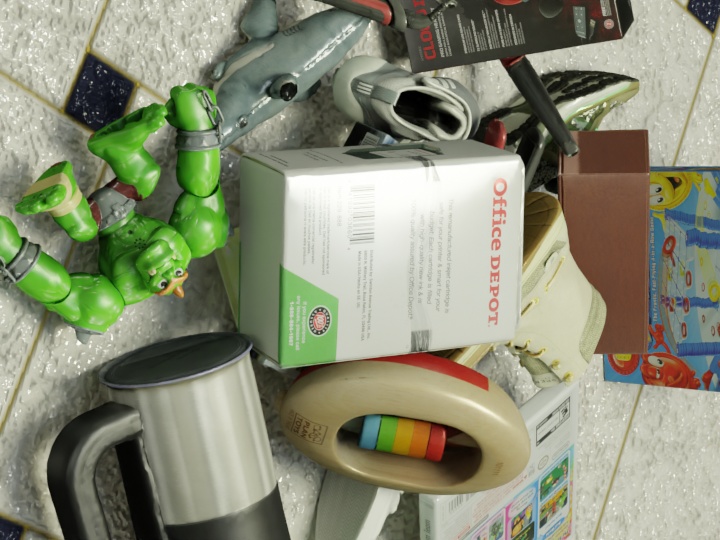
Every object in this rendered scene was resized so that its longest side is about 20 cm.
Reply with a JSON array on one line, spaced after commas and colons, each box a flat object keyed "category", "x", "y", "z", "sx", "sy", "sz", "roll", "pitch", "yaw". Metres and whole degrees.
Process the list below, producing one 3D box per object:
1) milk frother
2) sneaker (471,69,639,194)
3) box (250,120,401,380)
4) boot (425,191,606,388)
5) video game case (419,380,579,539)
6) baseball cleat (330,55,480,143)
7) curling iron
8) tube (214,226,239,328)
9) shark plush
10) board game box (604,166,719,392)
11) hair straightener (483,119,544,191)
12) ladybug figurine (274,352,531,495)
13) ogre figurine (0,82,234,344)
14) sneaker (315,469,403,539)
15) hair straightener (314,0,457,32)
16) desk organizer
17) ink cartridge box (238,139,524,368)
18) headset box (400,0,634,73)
[{"category": "milk frother", "x": -0.100, "y": 0.160, "z": 1.504, "sx": 0.180, "sy": 0.199, "sz": 0.189, "roll": -29, "pitch": 112, "yaw": -50}, {"category": "sneaker", "x": 0.171, "y": -0.114, "z": 1.861, "sx": 0.200, "sy": 0.077, "sz": 0.089, "roll": -31, "pitch": 123, "yaw": -31}, {"category": "box", "x": 0.000, "y": 0.000, "z": 1.664, "sx": 0.137, "sy": 0.040, "sz": 0.201, "roll": 31, "pitch": 87, "yaw": -48}, {"category": "boot", "x": 0.121, "y": 0.055, "z": 1.736, "sx": 0.200, "sy": 0.072, "sz": 0.155, "roll": -52, "pitch": 137, "yaw": -19}, {"category": "video game case", "x": 0.120, "y": 0.209, "z": 1.809, "sx": 0.200, "sy": 0.024, "sz": 0.183, "roll": -36, "pitch": 137, "yaw": -38}, {"category": "baseball cleat", "x": 0.058, "y": -0.118, "z": 1.688, "sx": 0.200, "sy": 0.106, "sz": 0.070, "roll": 7, "pitch": 107, "yaw": -55}, {"category": "curling iron", "x": 0.134, "y": -0.184, "z": 1.776, "sx": 0.025, "sy": 0.049, "sz": 0.201, "roll": -2, "pitch": 64, "yaw": -53}, {"category": "tube", "x": -0.035, "y": -0.033, "z": 1.672, "sx": 0.200, "sy": 0.052, "sz": 0.058, "roll": -33, "pitch": 78, "yaw": -34}, {"category": "shark plush", "x": -0.075, "y": -0.144, "z": 1.600, "sx": 0.200, "sy": 0.083, "sz": 0.091, "roll": -36, "pitch": 116, "yaw": -37}, {"category": "board game box", "x": 0.307, "y": 0.006, "z": 1.903, "sx": 0.056, "sy": 0.195, "sz": 0.201, "roll": -8, "pitch": 97, "yaw": -43}, {"category": "hair straightener", "x": 0.123, "y": -0.024, "z": 1.776, "sx": 0.077, "sy": 0.041, "sz": 0.201, "roll": 7, "pitch": 106, "yaw": -18}, {"category": "ladybug figurine", "x": 0.033, "y": 0.109, "z": 1.622, "sx": 0.199, "sy": 0.136, "sz": 0.072, "roll": 13, "pitch": 49, "yaw": -6}, {"category": "ogre figurine", "x": -0.168, "y": -0.036, "z": 1.507, "sx": 0.200, "sy": 0.098, "sz": 0.120, "roll": -46, "pitch": 119, "yaw": -34}, {"category": "sneaker", "x": 0.039, "y": 0.160, "z": 1.734, "sx": 0.115, "sy": 0.073, "sz": 0.201, "roll": 31, "pitch": 69, "yaw": -37}, {"category": "hair straightener", "x": -0.020, "y": -0.236, "z": 1.610, "sx": 0.199, "sy": 0.041, "sz": 0.077, "roll": 16, "pitch": 57, "yaw": -3}, {"category": "desk organizer", "x": 0.209, "y": -0.023, "z": 1.826, "sx": 0.072, "sy": 0.077, "sz": 0.201, "roll": -82, "pitch": 170, "yaw": -52}, {"category": "ink cartridge box", "x": 0.015, "y": -0.016, "z": 1.574, "sx": 0.199, "sy": 0.084, "sz": 0.147, "roll": -5, "pitch": 105, "yaw": -26}, {"category": "headset box", "x": 0.108, "y": -0.249, "z": 1.714, "sx": 0.075, "sy": 0.199, "sz": 0.149, "roll": -51, "pitch": 131, "yaw": -66}]
